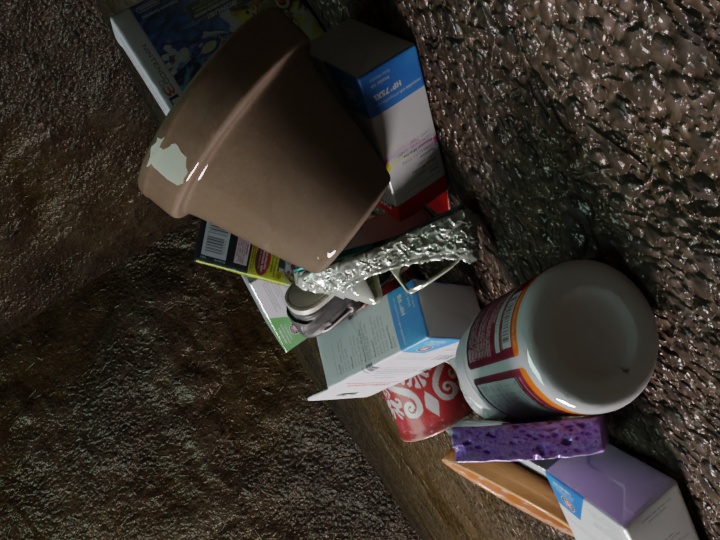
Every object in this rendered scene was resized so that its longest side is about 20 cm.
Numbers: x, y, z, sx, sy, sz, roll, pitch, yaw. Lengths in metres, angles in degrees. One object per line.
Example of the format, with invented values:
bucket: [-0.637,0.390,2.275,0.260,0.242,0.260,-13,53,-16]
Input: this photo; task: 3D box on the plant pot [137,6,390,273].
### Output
plant pot: [-0.069,-0.097,0.616,0.174,0.202,0.200,38,168,-7]

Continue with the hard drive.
hard drive: [0.191,0.226,0.848,0.130,0.027,0.200,31,166,-3]

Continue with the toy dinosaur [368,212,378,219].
toy dinosaur: [-0.006,-0.076,0.870,0.106,0.196,0.062,-34,55,49]

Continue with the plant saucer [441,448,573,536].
plant saucer: [0.199,0.276,0.879,0.197,0.038,0.201,28,166,8]

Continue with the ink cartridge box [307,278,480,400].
ink cartridge box: [0.031,0.084,0.782,0.198,0.114,0.068,-32,64,36]

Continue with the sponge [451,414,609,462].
sponge: [0.153,0.143,0.589,0.200,0.109,0.031,30,-127,-66]

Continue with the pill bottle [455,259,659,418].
pill bottle: [0.150,0.067,0.576,0.111,0.108,0.200,55,166,6]

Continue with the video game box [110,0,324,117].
video game box: [-0.139,-0.237,0.750,0.184,0.198,0.047,56,165,2]

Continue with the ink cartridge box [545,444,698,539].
ink cartridge box: [0.270,0.275,0.664,0.203,0.067,0.116,63,166,-18]

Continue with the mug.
mug: [0.061,0.111,0.959,0.203,0.132,0.177,62,164,-4]

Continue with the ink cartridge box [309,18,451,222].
ink cartridge box: [0.020,-0.133,0.689,0.116,0.067,0.202,41,158,47]

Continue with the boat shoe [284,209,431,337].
boat shoe: [0.000,0.000,0.763,0.067,0.198,0.058,39,155,35]

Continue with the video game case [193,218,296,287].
video game case: [-0.096,-0.089,0.801,0.177,0.205,0.025,14,-175,16]

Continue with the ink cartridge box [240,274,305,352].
ink cartridge box: [-0.067,-0.003,1.007,0.088,0.198,0.147,45,163,49]

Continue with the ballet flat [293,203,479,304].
ballet flat: [0.027,-0.003,0.675,0.072,0.196,0.073,-19,-91,-78]

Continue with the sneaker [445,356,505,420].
sneaker: [0.119,0.080,0.825,0.200,0.075,0.093,44,155,21]
